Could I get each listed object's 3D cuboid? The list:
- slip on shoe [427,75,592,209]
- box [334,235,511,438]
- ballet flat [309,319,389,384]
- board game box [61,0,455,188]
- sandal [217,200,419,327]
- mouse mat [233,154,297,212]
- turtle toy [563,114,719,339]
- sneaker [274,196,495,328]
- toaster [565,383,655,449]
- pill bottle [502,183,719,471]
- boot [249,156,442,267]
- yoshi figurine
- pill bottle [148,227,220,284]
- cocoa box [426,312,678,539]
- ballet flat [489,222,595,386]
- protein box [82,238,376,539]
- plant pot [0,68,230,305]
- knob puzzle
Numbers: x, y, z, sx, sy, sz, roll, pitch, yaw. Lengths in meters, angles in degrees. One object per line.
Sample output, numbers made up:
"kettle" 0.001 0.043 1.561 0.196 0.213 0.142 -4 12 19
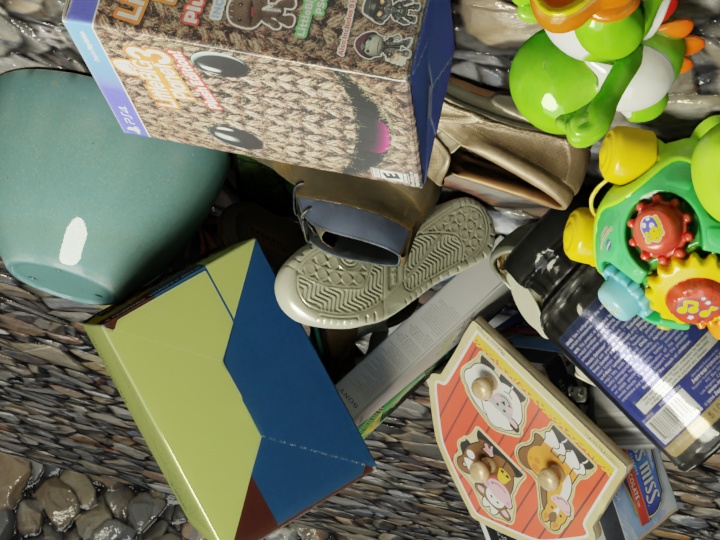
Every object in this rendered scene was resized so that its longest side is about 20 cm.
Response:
"slip on shoe" 0.054 -0.089 1.118 0.198 0.061 0.076 14 163 -1
"box" 0.050 0.066 1.409 0.036 0.200 0.144 47 167 11
"ballet flat" -0.012 0.050 1.400 0.072 0.068 0.201 -15 150 -6
"board game box" -0.052 -0.138 0.986 0.198 0.098 0.160 11 163 10
"sandal" -0.029 -0.009 1.446 0.199 0.081 0.054 26 138 -23
"mouse mat" -0.025 -0.073 1.331 0.159 0.008 0.200 13 164 3
"turtle toy" 0.218 -0.029 1.067 0.144 0.102 0.201 10 137 -7
"sneaker" 0.001 0.001 1.296 0.199 0.077 0.111 -25 -178 -34
"toaster" 0.270 0.091 1.392 0.128 0.115 0.199 -4 173 35
"pill bottle" 0.200 0.037 1.202 0.200 0.112 0.112 46 166 8
"boot" -0.040 -0.067 1.197 0.198 0.098 0.075 10 157 12
"yoshi figurine" 0.113 -0.125 0.904 0.111 0.113 0.200 24 171 25
"pill bottle" -0.176 0.002 1.521 0.105 0.107 0.200 8 162 18
"cocoa box" 0.172 0.153 1.498 0.133 0.131 0.202 1 117 55
"ballet flat" 0.173 0.050 1.293 0.200 0.063 0.068 49 143 15
"protein box" -0.109 0.095 1.326 0.200 0.134 0.200 62 167 -5
"plant pot" -0.216 -0.052 1.324 0.198 0.136 0.200 14 163 4
"knob puzzle" 0.123 0.161 1.415 0.219 0.030 0.221 30 136 33
